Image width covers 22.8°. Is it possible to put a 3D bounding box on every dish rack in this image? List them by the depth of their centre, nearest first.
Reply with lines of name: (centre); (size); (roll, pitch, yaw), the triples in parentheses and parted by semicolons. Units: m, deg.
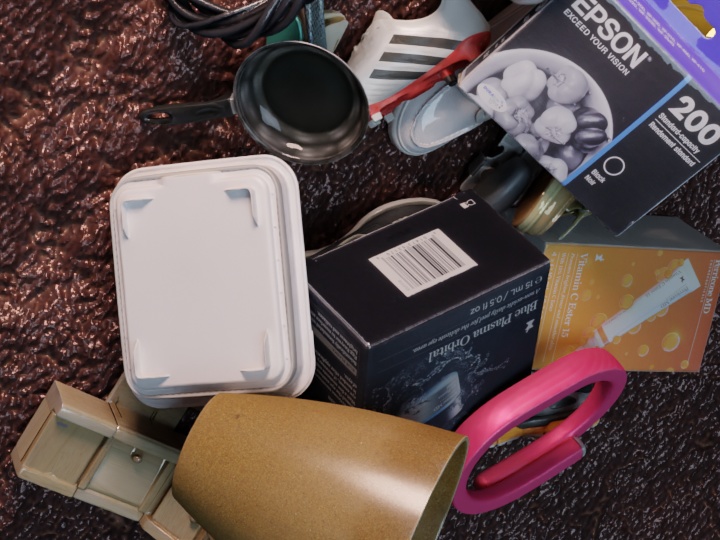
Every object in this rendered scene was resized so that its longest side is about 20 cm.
dish rack: (-0.129, 0.011, 1.454); (0.171, 0.044, 0.201); (-5, 90, 20)

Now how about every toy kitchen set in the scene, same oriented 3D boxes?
toy kitchen set: (-0.155, 0.164, 1.504); (0.199, 0.181, 0.164); (26, 103, -30)

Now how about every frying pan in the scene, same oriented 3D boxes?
frying pan: (-0.076, -0.125, 1.462); (0.189, 0.031, 0.115); (-22, 116, 31)

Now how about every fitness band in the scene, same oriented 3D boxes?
fitness band: (0.154, 0.144, 1.594); (0.199, 0.037, 0.144); (-29, 149, -19)

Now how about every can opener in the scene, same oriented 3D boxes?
can opener: (0.165, -0.120, 1.578); (0.052, 0.067, 0.200); (28, 113, -34)

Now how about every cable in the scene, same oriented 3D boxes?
cable: (-0.090, -0.270, 1.394); (0.200, 0.051, 0.163); (-41, 93, 20)

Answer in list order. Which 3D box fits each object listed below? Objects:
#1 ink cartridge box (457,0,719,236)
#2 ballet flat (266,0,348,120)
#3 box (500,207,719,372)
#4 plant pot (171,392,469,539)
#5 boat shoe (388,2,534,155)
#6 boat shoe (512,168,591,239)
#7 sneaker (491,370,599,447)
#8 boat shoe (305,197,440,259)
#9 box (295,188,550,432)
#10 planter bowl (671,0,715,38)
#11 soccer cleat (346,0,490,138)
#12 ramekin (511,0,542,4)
ink cartridge box: (0.217, -0.155, 1.460); (0.198, 0.043, 0.200); (41, 113, -17)
ballet flat: (-0.041, -0.222, 1.466); (0.074, 0.074, 0.201); (-10, 116, -19)
box: (0.223, 0.019, 1.661); (0.199, 0.097, 0.125); (2, 111, -24)
plant pot: (-0.040, 0.178, 1.413); (0.199, 0.186, 0.187); (23, 104, 12)
boat shoe: (0.114, -0.166, 1.553); (0.199, 0.069, 0.072); (-34, 120, -8)
boat shoe: (0.210, -0.091, 1.585); (0.063, 0.073, 0.200); (47, 63, -4)
sneaker: (0.131, 0.120, 1.684); (0.199, 0.078, 0.078); (-8, 102, -25)
boat shoe: (0.000, 0.000, 1.578); (0.199, 0.060, 0.076); (-28, 119, -10)
box: (0.046, 0.066, 1.540); (0.196, 0.117, 0.201); (-24, 140, -28)
planter bowl: (0.300, -0.163, 1.545); (0.083, 0.200, 0.201); (-40, 122, -24)
soccer cleat: (0.015, -0.172, 1.516); (0.199, 0.069, 0.086); (-28, 84, 6)
ramekin: (0.101, -0.315, 1.420); (0.094, 0.203, 0.204); (1, 111, -11)
